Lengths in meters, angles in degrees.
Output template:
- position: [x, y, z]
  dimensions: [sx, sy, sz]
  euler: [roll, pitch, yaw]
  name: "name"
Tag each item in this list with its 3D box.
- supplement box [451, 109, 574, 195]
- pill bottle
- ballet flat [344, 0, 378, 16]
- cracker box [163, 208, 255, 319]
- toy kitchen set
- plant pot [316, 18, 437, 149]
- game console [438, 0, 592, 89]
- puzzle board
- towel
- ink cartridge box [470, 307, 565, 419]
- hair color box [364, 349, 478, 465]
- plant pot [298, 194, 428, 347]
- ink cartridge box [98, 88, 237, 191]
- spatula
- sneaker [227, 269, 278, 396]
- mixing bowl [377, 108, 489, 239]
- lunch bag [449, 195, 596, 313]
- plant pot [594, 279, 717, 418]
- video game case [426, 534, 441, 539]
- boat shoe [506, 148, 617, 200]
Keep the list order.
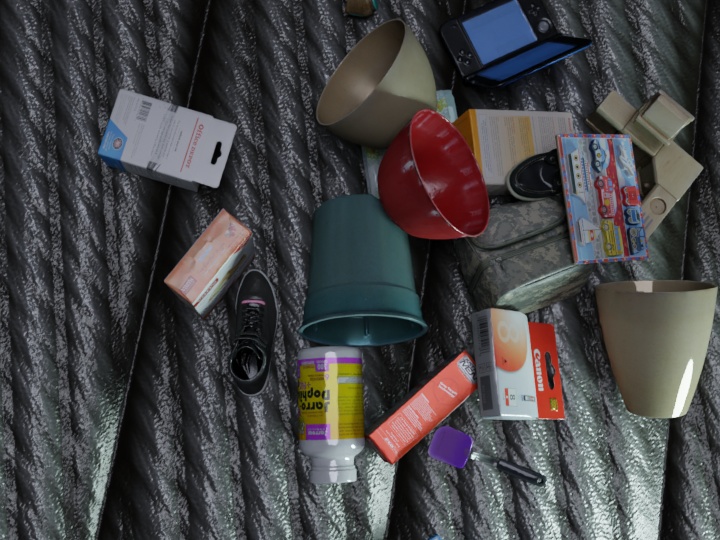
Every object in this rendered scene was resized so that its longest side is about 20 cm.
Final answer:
- position: [0.257, -0.194, 1.373]
  dimensions: [0.197, 0.073, 0.128]
  euler: [-1, 80, -20]
  name: "supplement box"
- position: [-0.045, 0.222, 1.279]
  dimensions: [0.102, 0.104, 0.204]
  euler: [-2, 80, -5]
  name: "pill bottle"
- position: [-0.016, -0.536, 1.443]
  dimensions: [0.071, 0.068, 0.203]
  euler: [-8, 84, 13]
  name: "ballet flat"
- position: [-0.222, -0.004, 1.254]
  dimensions: [0.057, 0.200, 0.135]
  euler: [38, 79, 2]
  name: "cracker box"
- position: [0.444, -0.176, 1.362]
  dimensions: [0.200, 0.163, 0.181]
  euler: [41, 79, 3]
  name: "toy kitchen set"
- position: [0.044, -0.270, 1.304]
  dimensions: [0.134, 0.199, 0.202]
  euler: [36, 77, -28]
  name: "plant pot"
- position: [0.259, -0.399, 1.408]
  dimensions: [0.198, 0.118, 0.173]
  euler: [-25, 83, -9]
  name: "game console"
- position: [0.379, -0.114, 1.289]
  dimensions: [0.149, 0.017, 0.203]
  euler: [-4, 83, -27]
  name: "puzzle board"
- position: [0.088, -0.199, 1.394]
  dimensions: [0.168, 0.048, 0.203]
  euler: [-7, 81, -7]
  name: "towel"
- position: [0.261, 0.151, 1.292]
  dimensions: [0.198, 0.050, 0.165]
  euler: [8, 71, -35]
  name: "ink cartridge box"
- position: [0.099, 0.213, 1.295]
  dimensions: [0.199, 0.102, 0.061]
  euler: [-41, 86, -10]
  name: "hair color box"
- position: [0.000, 0.000, 1.287]
  dimensions: [0.197, 0.201, 0.199]
  euler: [-1, 72, -5]
  name: "plant pot"
- position: [-0.308, -0.204, 1.348]
  dimensions: [0.197, 0.068, 0.118]
  euler: [17, 79, -2]
  name: "ink cartridge box"
- position: [0.208, 0.305, 1.328]
  dimensions: [0.197, 0.021, 0.057]
  euler: [20, 91, -4]
  name: "spatula"
- position: [-0.166, 0.091, 1.294]
  dimensions: [0.069, 0.099, 0.203]
  euler: [2, 79, -3]
  name: "sneaker"
- position: [0.096, -0.126, 1.244]
  dimensions: [0.108, 0.199, 0.203]
  euler: [-25, 81, 35]
  name: "mixing bowl"
- position: [0.254, -0.030, 1.340]
  dimensions: [0.197, 0.140, 0.169]
  euler: [-19, 65, -9]
  name: "lunch bag"
- position: [0.468, 0.124, 1.318]
  dimensions: [0.184, 0.187, 0.204]
  euler: [-2, 94, -5]
  name: "plant pot"
- position: [0.113, 0.536, 1.282]
  dimensions: [0.142, 0.018, 0.202]
  euler: [-30, 84, -10]
  name: "video game case"
- position: [0.326, -0.161, 1.316]
  dimensions: [0.196, 0.066, 0.076]
  euler: [-10, 82, -22]
  name: "boat shoe"
